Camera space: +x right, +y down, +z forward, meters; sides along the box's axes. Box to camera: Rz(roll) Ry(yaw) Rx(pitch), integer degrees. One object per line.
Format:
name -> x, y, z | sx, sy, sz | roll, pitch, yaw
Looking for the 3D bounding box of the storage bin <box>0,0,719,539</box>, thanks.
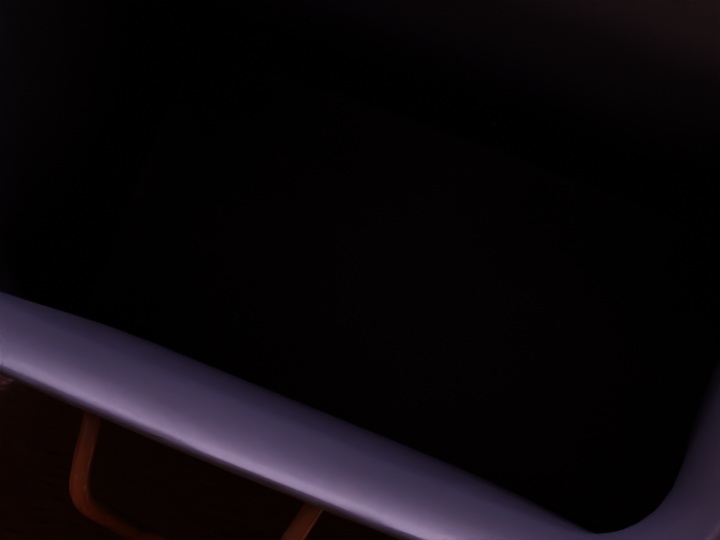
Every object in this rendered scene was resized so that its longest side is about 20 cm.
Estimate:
storage bin -> 0.000, 0.000, 0.569 | 0.200, 0.146, 0.134 | 21, -8, 15
